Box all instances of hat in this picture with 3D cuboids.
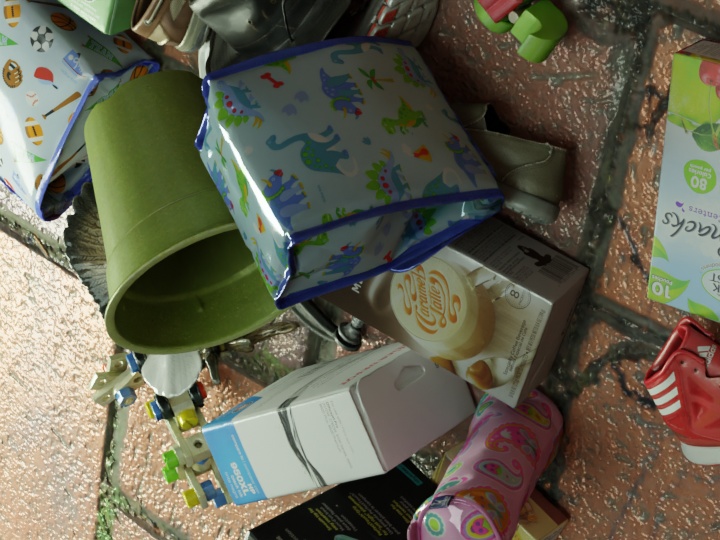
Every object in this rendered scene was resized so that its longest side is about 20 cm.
[{"bbox_3d":[-0.089,-0.237,1.547,0.200,0.081,0.202,-27,53,41],"label":"hat"}]

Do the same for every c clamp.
[{"bbox_3d":[0.000,0.000,1.673,0.171,0.027,0.200,49,131,13],"label":"c clamp"}]

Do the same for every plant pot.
[{"bbox_3d":[-0.151,-0.062,1.589,0.200,0.199,0.191,-48,56,41],"label":"plant pot"}]

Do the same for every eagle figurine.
[{"bbox_3d":[-0.178,0.003,1.747,0.201,0.151,0.151,61,168,-27],"label":"eagle figurine"}]

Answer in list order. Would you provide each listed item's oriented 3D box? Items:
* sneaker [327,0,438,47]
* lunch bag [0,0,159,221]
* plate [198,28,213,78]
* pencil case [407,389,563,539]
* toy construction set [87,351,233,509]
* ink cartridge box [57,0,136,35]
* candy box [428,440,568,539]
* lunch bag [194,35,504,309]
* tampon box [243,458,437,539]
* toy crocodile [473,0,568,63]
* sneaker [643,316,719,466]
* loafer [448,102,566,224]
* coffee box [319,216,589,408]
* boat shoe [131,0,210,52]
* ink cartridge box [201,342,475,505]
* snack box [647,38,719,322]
[{"bbox_3d":[-0.005,-0.195,1.564,0.082,0.077,0.201,49,131,21],"label":"sneaker"},{"bbox_3d":[-0.311,-0.171,1.800,0.170,0.124,0.201,43,122,17],"label":"lunch bag"},{"bbox_3d":[-0.091,-0.129,1.651,0.199,0.032,0.202,23,125,53],"label":"plate"},{"bbox_3d":[0.105,0.173,1.539,0.087,0.200,0.088,10,121,18],"label":"pencil case"},{"bbox_3d":[-0.190,0.140,1.858,0.200,0.092,0.132,43,158,27],"label":"toy construction set"},{"bbox_3d":[-0.233,-0.341,1.686,0.144,0.084,0.201,35,128,24],"label":"ink cartridge box"},{"bbox_3d":[0.093,0.259,1.684,0.115,0.055,0.201,42,130,21],"label":"candy box"},{"bbox_3d":[-0.008,-0.087,1.456,0.171,0.199,0.128,61,158,23],"label":"lunch bag"},{"bbox_3d":[-0.001,0.277,1.597,0.150,0.199,0.127,43,130,24],"label":"tampon box"},{"bbox_3d":[0.096,-0.251,1.461,0.067,0.062,0.201,-35,84,43],"label":"toy crocodile"},{"bbox_3d":[0.296,0.088,1.399,0.199,0.079,0.116,-19,125,42],"label":"sneaker"},{"bbox_3d":[0.091,-0.106,1.533,0.199,0.075,0.070,29,94,28],"label":"loafer"},{"bbox_3d":[0.076,0.011,1.560,0.199,0.080,0.115,29,124,18],"label":"coffee box"},{"bbox_3d":[-0.154,-0.289,1.624,0.076,0.071,0.202,-129,49,-60],"label":"boat shoe"},{"bbox_3d":[-0.019,0.132,1.664,0.199,0.144,0.085,-18,98,43],"label":"ink cartridge box"},{"bbox_3d":[0.294,-0.057,1.382,0.141,0.053,0.202,20,121,34],"label":"snack box"}]
